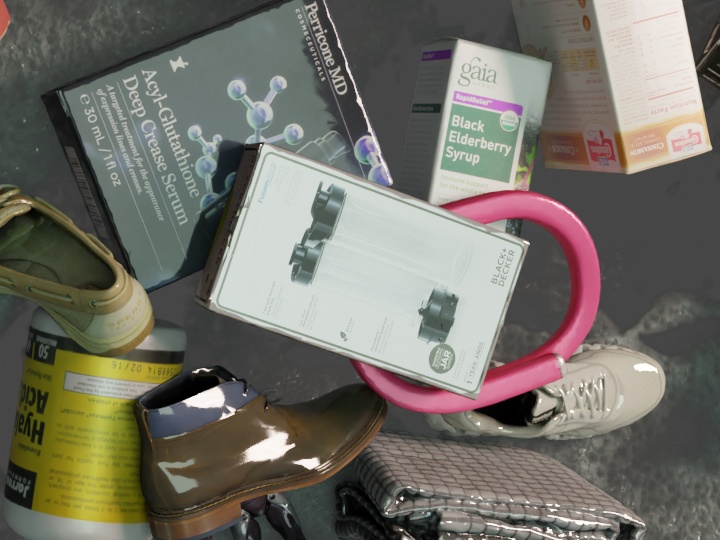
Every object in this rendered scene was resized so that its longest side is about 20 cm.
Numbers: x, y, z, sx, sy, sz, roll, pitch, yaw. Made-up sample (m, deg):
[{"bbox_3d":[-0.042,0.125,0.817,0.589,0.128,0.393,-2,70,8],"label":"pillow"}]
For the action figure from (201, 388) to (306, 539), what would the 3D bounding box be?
[{"bbox_3d":[-0.074,0.175,1.256,0.129,0.069,0.202,-29,99,-8],"label":"action figure"}]

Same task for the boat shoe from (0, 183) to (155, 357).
[{"bbox_3d":[-0.219,-0.015,1.141,0.073,0.200,0.063,-43,148,-21],"label":"boat shoe"}]

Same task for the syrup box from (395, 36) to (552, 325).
[{"bbox_3d":[0.076,-0.065,1.275,0.078,0.081,0.203,10,93,-17],"label":"syrup box"}]

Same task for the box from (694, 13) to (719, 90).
[{"bbox_3d":[0.371,-0.168,1.306,0.199,0.048,0.194,32,56,-2],"label":"box"}]

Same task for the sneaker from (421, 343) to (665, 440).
[{"bbox_3d":[0.149,0.099,1.312,0.197,0.081,0.076,-5,94,-18],"label":"sneaker"}]

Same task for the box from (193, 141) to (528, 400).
[{"bbox_3d":[0.000,0.000,1.153,0.198,0.060,0.118,18,90,-16],"label":"box"}]

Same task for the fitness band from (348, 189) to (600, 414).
[{"bbox_3d":[0.079,0.023,1.223,0.198,0.037,0.145,-17,101,-14],"label":"fitness band"}]

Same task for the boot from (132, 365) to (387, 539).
[{"bbox_3d":[-0.067,0.101,1.179,0.199,0.074,0.098,-28,116,-31],"label":"boot"}]

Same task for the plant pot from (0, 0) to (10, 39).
[{"bbox_3d":[-0.330,-0.193,1.094,0.200,0.200,0.178,-38,114,-11],"label":"plant pot"}]

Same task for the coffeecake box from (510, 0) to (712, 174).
[{"bbox_3d":[0.174,-0.178,1.257,0.072,0.153,0.203,-15,99,-15],"label":"coffeecake box"}]

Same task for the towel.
[{"bbox_3d":[0.086,0.185,1.256,0.198,0.166,0.087,9,98,-17],"label":"towel"}]

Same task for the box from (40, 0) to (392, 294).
[{"bbox_3d":[-0.101,-0.092,1.205,0.198,0.107,0.150,-24,101,-14],"label":"box"}]

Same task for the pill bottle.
[{"bbox_3d":[-0.188,0.130,1.193,0.110,0.111,0.203,8,92,-17],"label":"pill bottle"}]
